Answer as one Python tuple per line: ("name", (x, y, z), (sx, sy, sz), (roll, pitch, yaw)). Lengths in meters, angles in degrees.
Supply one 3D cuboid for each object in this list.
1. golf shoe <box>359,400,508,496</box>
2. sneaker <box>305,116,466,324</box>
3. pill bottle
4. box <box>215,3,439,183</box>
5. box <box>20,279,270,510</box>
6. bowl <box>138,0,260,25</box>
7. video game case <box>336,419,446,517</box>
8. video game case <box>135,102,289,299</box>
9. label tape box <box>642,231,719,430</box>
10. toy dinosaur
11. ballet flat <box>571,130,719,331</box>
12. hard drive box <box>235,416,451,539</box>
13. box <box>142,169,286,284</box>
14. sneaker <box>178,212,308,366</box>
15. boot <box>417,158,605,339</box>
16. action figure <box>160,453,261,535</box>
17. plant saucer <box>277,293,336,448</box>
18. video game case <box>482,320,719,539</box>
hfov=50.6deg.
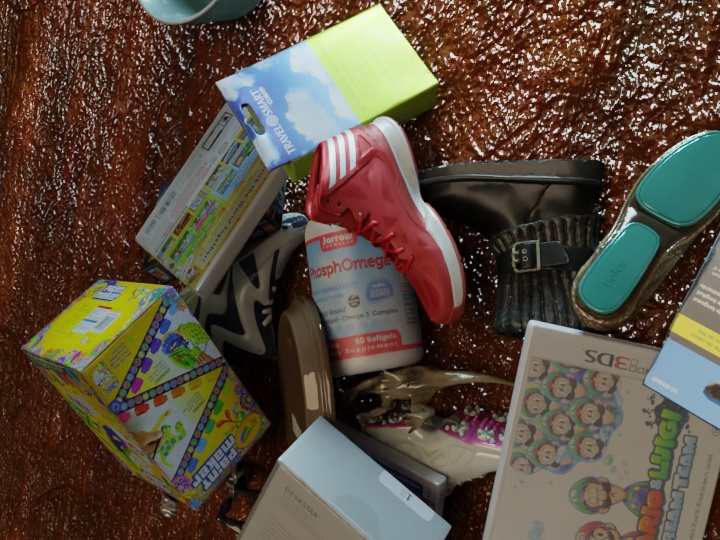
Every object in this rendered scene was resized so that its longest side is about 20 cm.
("golf shoe", (0.089, 0.184, 0.752), (0.196, 0.074, 0.094), (-1, 100, 40))
("sneaker", (0.013, -0.032, 0.698), (0.204, 0.113, 0.078), (66, 154, 10))
("pill bottle", (0.000, 0.000, 0.780), (0.107, 0.108, 0.206), (-13, 83, 32))
("box", (-0.033, -0.177, 0.771), (0.197, 0.048, 0.123), (-29, 70, -14))
("box", (-0.234, 0.126, 0.826), (0.197, 0.122, 0.195), (3, 131, 50))
("bowl", (-0.172, -0.380, 0.898), (0.196, 0.104, 0.207), (0, 90, 32))
("video game case", (0.018, 0.269, 0.783), (0.141, 0.018, 0.205), (20, 119, 34))
("video game case", (-0.157, -0.086, 0.846), (0.181, 0.023, 0.202), (28, 83, 49))
("label tape box", (0.330, 0.034, 0.583), (0.143, 0.063, 0.204), (31, 102, 29))
("toy dinosaur", (0.055, 0.110, 0.740), (0.195, 0.101, 0.060), (-10, 98, 25))
("ballet flat", (0.244, -0.030, 0.638), (0.200, 0.065, 0.070), (-46, 64, -7))
("hard drive box", (-0.033, 0.265, 0.700), (0.155, 0.077, 0.202), (37, 124, 13))
("box", (-0.170, -0.080, 0.899), (0.197, 0.038, 0.140), (-22, 49, 31))
("sneaker", (-0.115, 0.037, 0.883), (0.198, 0.131, 0.079), (-42, 23, -11))
("boot", (0.129, -0.018, 0.713), (0.206, 0.079, 0.163), (2, 91, 33))
("action figure", (-0.172, 0.239, 0.897), (0.199, 0.101, 0.120), (40, 103, 25))
("plant saucer", (-0.059, 0.128, 0.792), (0.200, 0.029, 0.206), (175, 90, -75))
("video game case", (0.210, 0.161, 0.647), (0.177, 0.024, 0.206), (11, 97, 5))
